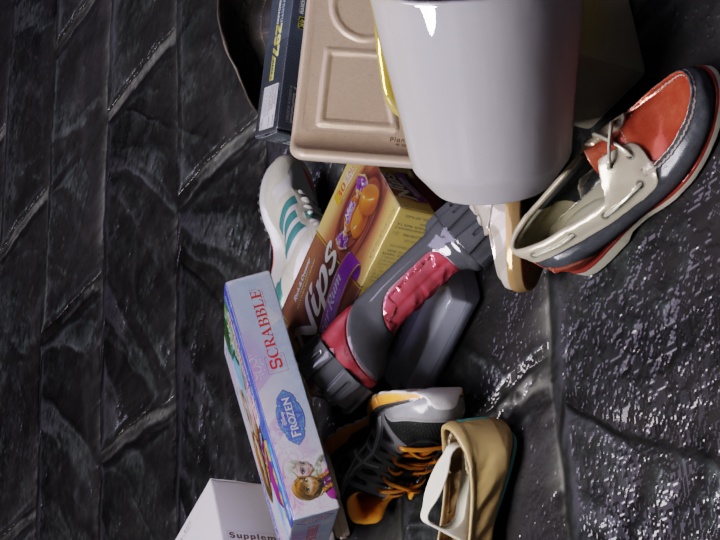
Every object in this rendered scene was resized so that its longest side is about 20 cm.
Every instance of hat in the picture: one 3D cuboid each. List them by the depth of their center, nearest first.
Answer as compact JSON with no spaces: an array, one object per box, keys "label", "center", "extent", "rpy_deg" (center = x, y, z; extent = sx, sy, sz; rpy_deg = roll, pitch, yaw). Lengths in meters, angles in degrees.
[{"label":"hat","center":[-0.034,-0.225,1.555],"extent":[0.081,0.200,0.201],"rpy_deg":[-9,71,42]}]

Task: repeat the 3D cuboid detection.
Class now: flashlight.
[{"label":"flashlight","center":[0.039,0.025,1.352],"extent":[0.200,0.068,0.068],"rpy_deg":[-42,19,7]}]

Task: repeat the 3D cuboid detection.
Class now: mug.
[{"label":"mug","center":[0.087,-0.137,1.207],"extent":[0.187,0.149,0.153],"rpy_deg":[-90,-7,-70]}]

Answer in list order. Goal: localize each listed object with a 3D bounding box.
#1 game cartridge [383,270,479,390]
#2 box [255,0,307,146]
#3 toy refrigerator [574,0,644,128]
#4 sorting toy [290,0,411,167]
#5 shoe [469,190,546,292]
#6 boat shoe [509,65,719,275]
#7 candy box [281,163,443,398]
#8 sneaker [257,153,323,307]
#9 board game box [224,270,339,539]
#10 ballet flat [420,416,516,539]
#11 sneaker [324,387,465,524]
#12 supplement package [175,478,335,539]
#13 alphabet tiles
[{"label":"game cartridge","center":[0.041,0.007,1.471],"extent":[0.200,0.040,0.134],"rpy_deg":[-116,41,-50]},{"label":"box","center":[-0.002,-0.198,1.494],"extent":[0.051,0.157,0.200],"rpy_deg":[-7,73,62]},{"label":"toy refrigerator","center":[0.151,-0.215,1.295],"extent":[0.076,0.070,0.200],"rpy_deg":[-47,41,48]},{"label":"sorting toy","center":[0.044,-0.178,1.392],"extent":[0.036,0.185,0.200],"rpy_deg":[55,-139,-74]},{"label":"shoe","center":[0.111,-0.078,1.305],"extent":[0.053,0.070,0.200],"rpy_deg":[-8,72,27]},{"label":"boat shoe","center":[0.180,-0.070,1.193],"extent":[0.200,0.062,0.071],"rpy_deg":[-53,35,40]},{"label":"candy box","center":[0.000,0.000,1.455],"extent":[0.200,0.056,0.117],"rpy_deg":[-63,31,27]},{"label":"sneaker","center":[-0.043,-0.032,1.635],"extent":[0.093,0.070,0.200],"rpy_deg":[-27,53,37]},{"label":"board game box","center":[-0.069,0.126,1.405],"extent":[0.200,0.041,0.200],"rpy_deg":[101,153,-70]},{"label":"ballet flat","center":[0.070,0.209,1.305],"extent":[0.069,0.063,0.200],"rpy_deg":[4,84,64]},{"label":"sneaker","center":[0.034,0.149,1.397],"extent":[0.200,0.078,0.077],"rpy_deg":[130,136,-58]},{"label":"supplement package","center":[-0.089,0.305,1.520],"extent":[0.121,0.120,0.200],"rpy_deg":[-60,32,35]},{"label":"alphabet tiles","center":[-0.049,0.138,1.504],"extent":[0.200,0.015,0.196],"rpy_deg":[-114,9,-49]}]
